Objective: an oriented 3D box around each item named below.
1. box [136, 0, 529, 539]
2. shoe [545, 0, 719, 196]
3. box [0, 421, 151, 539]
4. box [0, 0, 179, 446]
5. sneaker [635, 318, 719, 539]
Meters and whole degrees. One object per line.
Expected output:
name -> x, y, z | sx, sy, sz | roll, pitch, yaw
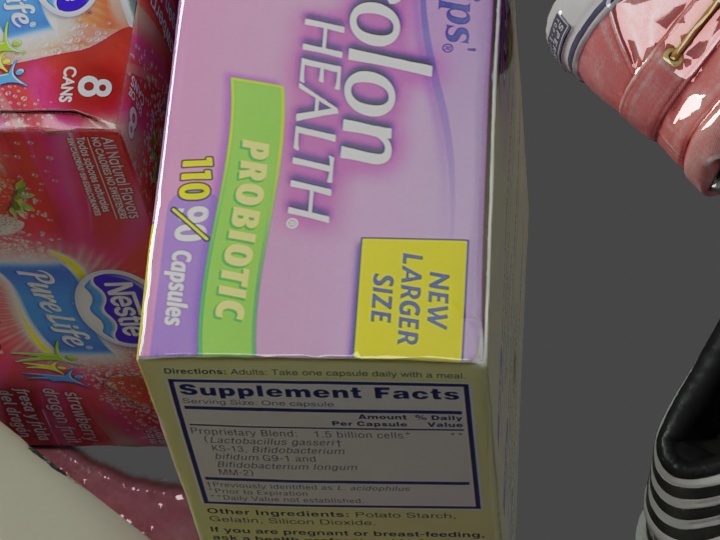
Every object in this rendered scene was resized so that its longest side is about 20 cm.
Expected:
box -> 0.000, 0.000, 0.831 | 0.096, 0.200, 0.177 | 1, 60, 6
shoe -> 0.169, -0.111, 0.961 | 0.200, 0.072, 0.091 | -37, 67, -12
box -> -0.148, 0.083, 0.854 | 0.200, 0.068, 0.083 | 37, 111, 23
box -> -0.095, -0.031, 0.858 | 0.095, 0.200, 0.100 | 1, 59, 9
sneaker -> 0.179, 0.034, 0.842 | 0.200, 0.116, 0.076 | -27, 60, -11
